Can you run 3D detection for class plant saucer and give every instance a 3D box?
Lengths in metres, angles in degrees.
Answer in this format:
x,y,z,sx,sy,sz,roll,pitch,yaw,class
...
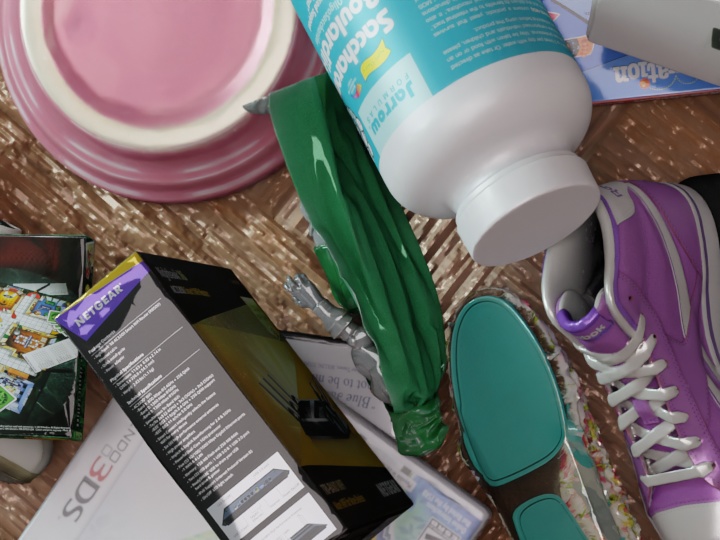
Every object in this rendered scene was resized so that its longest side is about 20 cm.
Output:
x,y,z,sx,sy,sz,roll,pitch,yaw,class
-0.102,-0.137,1.304,0.199,0.051,0.202,0,89,9,plant saucer

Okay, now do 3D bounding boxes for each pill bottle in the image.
x,y,z,sx,sy,sz,roll,pitch,yaw,class
0.042,-0.104,1.207,0.110,0.111,0.201,-31,67,8,pill bottle

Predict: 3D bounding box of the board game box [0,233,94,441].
x,y,z,sx,sy,sz,roll,pitch,yaw,class
-0.235,0.032,1.264,0.199,0.023,0.106,2,84,13,board game box

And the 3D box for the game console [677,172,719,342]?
x,y,z,sx,sy,sz,roll,pitch,yaw,class
0.265,0.044,1.254,0.175,0.116,0.201,-4,88,-21,game console

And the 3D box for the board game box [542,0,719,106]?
x,y,z,sx,sy,sz,roll,pitch,yaw,class
0.112,-0.136,1.283,0.199,0.019,0.104,-5,86,9,board game box

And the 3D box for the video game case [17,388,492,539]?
x,y,z,sx,sy,sz,roll,pitch,yaw,class
-0.062,0.143,1.286,0.199,0.022,0.183,35,94,9,video game case

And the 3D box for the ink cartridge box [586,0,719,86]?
x,y,z,sx,sy,sz,roll,pitch,yaw,class
0.226,-0.158,1.202,0.199,0.084,0.147,20,68,6,ink cartridge box

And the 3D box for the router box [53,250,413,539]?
x,y,z,sx,sy,sz,roll,pitch,yaw,class
-0.055,0.071,1.176,0.052,0.200,0.158,-39,83,6,router box

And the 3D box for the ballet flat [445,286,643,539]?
x,y,z,sx,sy,sz,roll,pitch,yaw,class
0.099,0.104,1.258,0.075,0.064,0.201,-22,84,24,ballet flat

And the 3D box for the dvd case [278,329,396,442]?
x,y,z,sx,sy,sz,roll,pitch,yaw,class
-0.053,0.131,1.305,0.142,0.018,0.201,7,90,9,dvd case

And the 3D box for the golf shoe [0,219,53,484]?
x,y,z,sx,sy,sz,roll,pitch,yaw,class
-0.213,0.017,1.307,0.092,0.073,0.201,-33,84,7,golf shoe

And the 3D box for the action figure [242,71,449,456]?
x,y,z,sx,sy,sz,roll,pitch,yaw,class
0.000,0.000,1.249,0.054,0.118,0.201,-19,94,26,action figure

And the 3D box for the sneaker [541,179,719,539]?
x,y,z,sx,sy,sz,roll,pitch,yaw,class
0.136,0.055,1.221,0.072,0.114,0.202,-18,80,36,sneaker
